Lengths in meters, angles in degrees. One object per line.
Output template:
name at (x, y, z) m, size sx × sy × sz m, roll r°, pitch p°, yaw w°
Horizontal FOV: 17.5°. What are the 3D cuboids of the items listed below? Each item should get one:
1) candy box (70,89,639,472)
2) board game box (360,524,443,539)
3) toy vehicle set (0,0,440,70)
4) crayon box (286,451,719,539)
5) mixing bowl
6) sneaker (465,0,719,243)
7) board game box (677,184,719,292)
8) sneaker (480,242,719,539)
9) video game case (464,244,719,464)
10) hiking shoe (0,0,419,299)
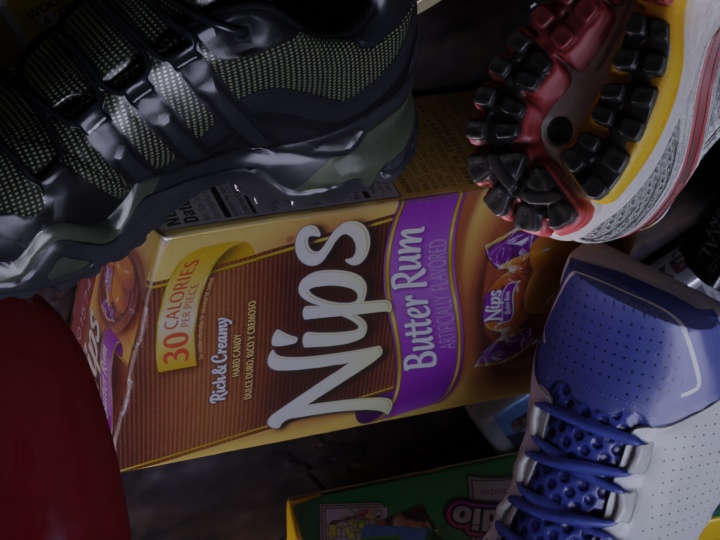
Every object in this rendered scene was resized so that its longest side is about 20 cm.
candy box at (0.000, 0.000, 0.830) m, size 0.199 × 0.057 × 0.117 m, roll -8°, pitch 137°, yaw -26°
board game box at (0.023, 0.220, 0.884) m, size 0.036 × 0.201 × 0.151 m, roll -1°, pitch 149°, yaw 33°
toy vehicle set at (-0.078, -0.082, 0.707) m, size 0.199 × 0.027 × 0.124 m, roll -29°, pitch 142°, yaw -3°
crayon box at (0.070, 0.148, 1.012) m, size 0.199 × 0.058 × 0.173 m, roll -11°, pitch 140°, yaw -10°
mixing bowl at (-0.155, 0.050, 0.704) m, size 0.199 × 0.109 × 0.200 m, roll 6°, pitch 158°, yaw 2°
sneaker at (0.108, -0.100, 0.765) m, size 0.201 × 0.078 × 0.082 m, roll -59°, pitch 150°, yaw 9°
board game box at (0.222, -0.069, 0.904) m, size 0.135 × 0.028 × 0.201 m, roll 12°, pitch 116°, yaw -43°
sneaker at (0.076, 0.101, 0.834) m, size 0.115 × 0.080 × 0.200 m, roll -36°, pitch 142°, yaw -47°
video game case at (0.153, 0.053, 1.022) m, size 0.182 × 0.023 × 0.200 m, roll -34°, pitch 144°, yaw 3°
hiking shoe at (-0.068, -0.061, 0.668) m, size 0.199 × 0.076 × 0.101 m, roll -18°, pitch 133°, yaw -32°
